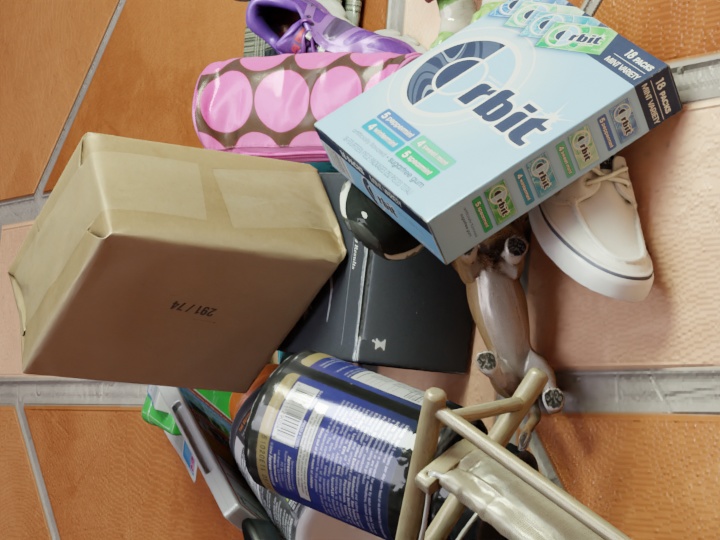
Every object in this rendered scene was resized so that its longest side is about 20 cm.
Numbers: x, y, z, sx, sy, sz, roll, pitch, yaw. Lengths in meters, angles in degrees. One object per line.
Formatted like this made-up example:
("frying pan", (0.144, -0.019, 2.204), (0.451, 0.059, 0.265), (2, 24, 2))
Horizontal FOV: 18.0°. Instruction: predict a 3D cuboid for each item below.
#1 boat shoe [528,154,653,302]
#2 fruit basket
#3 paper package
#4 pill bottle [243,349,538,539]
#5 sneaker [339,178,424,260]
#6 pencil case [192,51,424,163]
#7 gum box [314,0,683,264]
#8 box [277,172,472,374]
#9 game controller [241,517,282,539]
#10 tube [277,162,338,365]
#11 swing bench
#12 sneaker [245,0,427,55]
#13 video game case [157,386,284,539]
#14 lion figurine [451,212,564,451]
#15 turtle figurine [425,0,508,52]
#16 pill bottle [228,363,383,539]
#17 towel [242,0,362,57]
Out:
("boat shoe", (0.158, -0.058, 1.576), (0.200, 0.072, 0.066), (-108, 33, -51))
("fruit basket", (-0.159, 0.070, 2.075), (0.200, 0.094, 0.185), (44, 122, 59))
("paper package", (-0.146, 0.000, 1.748), (0.191, 0.200, 0.104), (-55, 39, 41))
("pill bottle", (0.024, 0.138, 1.655), (0.200, 0.112, 0.112), (20, 103, 30))
("sneaker", (0.056, -0.082, 1.651), (0.076, 0.200, 0.088), (43, 128, 3))
("pencil case", (-0.034, -0.123, 1.801), (0.200, 0.091, 0.094), (-3, 50, 31))
("gum box", (0.093, -0.106, 1.577), (0.170, 0.200, 0.045), (42, 163, 51))
("box", (0.000, 0.000, 1.798), (0.200, 0.104, 0.148), (7, 90, 60))
("game controller", (-0.061, 0.279, 1.811), (0.104, 0.042, 0.200), (51, 160, 33))
("tube", (-0.048, -0.012, 1.940), (0.050, 0.077, 0.200), (7, 90, 17))
("swing bench", (0.114, 0.202, 1.464), (0.199, 0.130, 0.200), (35, 115, 31))
("sneaker", (-0.023, -0.173, 1.875), (0.200, 0.083, 0.081), (30, 109, 39))
("video game case", (-0.098, 0.174, 1.905), (0.017, 0.143, 0.200), (-41, 40, 6))
("lion figurine", (0.105, 0.034, 1.637), (0.122, 0.072, 0.200), (67, -162, -81))
("turtle figurine", (0.037, -0.266, 1.728), (0.144, 0.200, 0.194), (-23, 84, 22))
("pill bottle", (-0.040, 0.153, 1.831), (0.200, 0.106, 0.106), (50, 126, 52))
("towel", (-0.051, -0.222, 2.023), (0.193, 0.035, 0.200), (-1, 85, 63))
